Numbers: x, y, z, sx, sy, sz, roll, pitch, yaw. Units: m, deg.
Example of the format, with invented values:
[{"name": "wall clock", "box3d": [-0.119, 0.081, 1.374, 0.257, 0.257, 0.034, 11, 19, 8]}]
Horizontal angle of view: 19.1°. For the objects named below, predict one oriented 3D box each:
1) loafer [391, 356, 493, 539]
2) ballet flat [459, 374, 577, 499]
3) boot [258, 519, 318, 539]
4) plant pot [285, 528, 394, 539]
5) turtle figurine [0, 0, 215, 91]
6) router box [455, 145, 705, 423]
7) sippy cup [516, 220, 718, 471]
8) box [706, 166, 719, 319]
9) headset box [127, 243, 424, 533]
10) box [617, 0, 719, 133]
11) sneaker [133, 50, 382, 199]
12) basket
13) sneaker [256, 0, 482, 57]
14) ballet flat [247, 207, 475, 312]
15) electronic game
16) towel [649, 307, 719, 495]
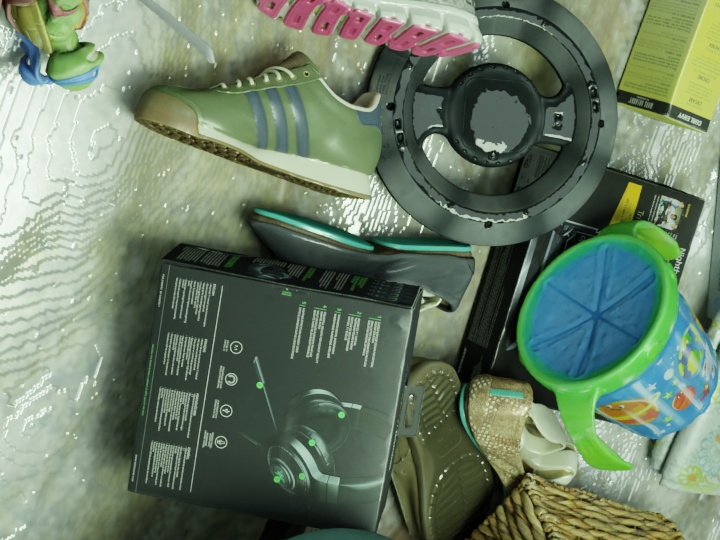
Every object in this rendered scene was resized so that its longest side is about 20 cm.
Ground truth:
[{"name": "loafer", "box3d": [0.054, 0.142, 1.696, 0.076, 0.067, 0.201, -30, 130, -26]}, {"name": "ballet flat", "box3d": [0.136, 0.147, 1.697, 0.200, 0.065, 0.071, 54, 39, -54]}, {"name": "boot", "box3d": [-0.007, 0.241, 1.643, 0.151, 0.073, 0.200, 48, 50, -17]}, {"name": "plant pot", "box3d": [-0.015, 0.263, 1.497, 0.198, 0.135, 0.202, -1, 104, -3]}, {"name": "turtle figurine", "box3d": [-0.179, -0.230, 1.436, 0.144, 0.199, 0.195, -49, 121, -49]}, {"name": "router box", "box3d": [0.178, 0.014, 1.734, 0.156, 0.052, 0.202, 15, 95, -31]}, {"name": "sippy cup", "box3d": [0.211, 0.061, 1.664, 0.178, 0.140, 0.130, -49, 131, 1]}, {"name": "box", "box3d": [0.395, -0.037, 1.844, 0.199, 0.041, 0.157, -4, 106, -26]}, {"name": "headset box", "box3d": [-0.054, 0.086, 1.552, 0.198, 0.093, 0.176, 9, 100, 4]}, {"name": "box", "box3d": [0.274, -0.216, 1.716, 0.050, 0.075, 0.201, 17, 93, -32]}, {"name": "sneaker", "box3d": [-0.068, -0.121, 1.568, 0.199, 0.067, 0.091, 19, 85, -30]}, {"name": "basket", "box3d": [0.173, 0.276, 1.709, 0.199, 0.143, 0.149, 21, 122, -40]}, {"name": "sneaker", "box3d": [0.000, -0.221, 1.572, 0.198, 0.074, 0.088, 13, 72, -16]}, {"name": "ballet flat", "box3d": [0.000, 0.000, 1.628, 0.199, 0.073, 0.074, 9, 98, -32]}, {"name": "electronic game", "box3d": [0.101, -0.119, 1.642, 0.198, 0.042, 0.202, -1, 94, -10]}, {"name": "towel", "box3d": [0.351, 0.107, 1.826, 0.170, 0.048, 0.201, 10, 111, -33]}]
